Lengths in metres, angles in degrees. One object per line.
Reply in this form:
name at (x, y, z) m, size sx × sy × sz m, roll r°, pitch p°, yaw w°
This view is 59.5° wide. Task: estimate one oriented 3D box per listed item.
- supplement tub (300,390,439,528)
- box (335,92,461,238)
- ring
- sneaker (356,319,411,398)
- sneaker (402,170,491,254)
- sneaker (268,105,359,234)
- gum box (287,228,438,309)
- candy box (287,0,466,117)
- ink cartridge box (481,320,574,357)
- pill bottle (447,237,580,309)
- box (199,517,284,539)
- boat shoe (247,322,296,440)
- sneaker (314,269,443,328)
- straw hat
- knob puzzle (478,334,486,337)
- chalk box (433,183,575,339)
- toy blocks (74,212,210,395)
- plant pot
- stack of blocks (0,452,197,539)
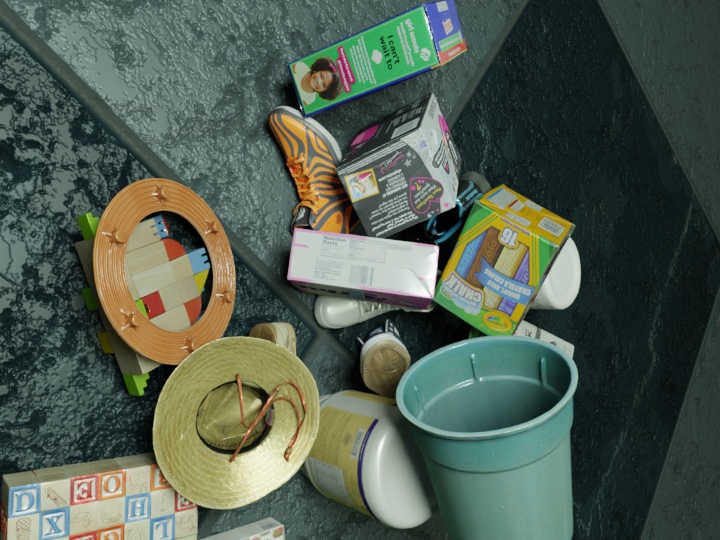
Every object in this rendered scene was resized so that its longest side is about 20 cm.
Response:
supplement tub at (0.011, 0.238, 0.829) m, size 0.142 × 0.198 × 0.151 m, roll 2°, pitch 87°, yaw -36°
box at (0.063, -0.147, 0.875) m, size 0.117 × 0.129 × 0.201 m, roll 61°, pitch 22°, yaw -20°
ring at (-0.202, -0.001, 0.692) m, size 0.199 × 0.019 × 0.207 m, roll 26°, pitch 60°, yaw -56°
sneaker at (0.027, 0.109, 0.878) m, size 0.069 × 0.110 × 0.201 m, roll -26°, pitch 147°, yaw 2°
sneaker at (0.107, -0.065, 0.926) m, size 0.073 × 0.201 × 0.082 m, roll 43°, pitch 47°, yaw 5°
sneaker at (-0.070, -0.117, 0.857) m, size 0.200 × 0.077 × 0.113 m, roll 47°, pitch 61°, yaw -26°
gum box at (0.000, 0.000, 0.827) m, size 0.193 × 0.114 × 0.068 m, roll 8°, pitch 80°, yaw 4°
candy box at (0.028, -0.281, 0.831) m, size 0.079 × 0.195 × 0.169 m, roll 67°, pitch 28°, yaw -15°
ink cartridge box at (0.279, 0.173, 1.114) m, size 0.197 × 0.083 × 0.149 m, roll 24°, pitch 75°, yaw -34°
pill bottle at (0.239, 0.002, 1.011) m, size 0.112 × 0.197 × 0.118 m, roll 2°, pitch 87°, yaw -42°
box at (-0.185, 0.354, 0.773) m, size 0.196 × 0.041 × 0.040 m, roll -3°, pitch 90°, yaw -39°
boat shoe at (-0.107, 0.171, 0.821) m, size 0.064 × 0.070 × 0.207 m, roll 1°, pitch 92°, yaw -59°
sneaker at (0.036, 0.034, 0.911) m, size 0.196 × 0.114 × 0.076 m, roll -20°, pitch 102°, yaw -35°
straw hat at (-0.152, 0.170, 0.745) m, size 0.196 × 0.084 × 0.208 m, roll -1°, pitch 92°, yaw -29°
knob puzzle at (0.156, 0.164, 0.978) m, size 0.030 × 0.220 × 0.221 m, roll 35°, pitch 63°, yaw 3°
chalk box at (0.187, 0.007, 0.873) m, size 0.124 × 0.122 × 0.204 m, roll -31°, pitch 148°, yaw -57°
toy blocks at (-0.232, 0.019, 0.728) m, size 0.136 × 0.098 × 0.206 m, roll -28°, pitch 106°, yaw -47°
plant pot at (0.154, 0.210, 0.707) m, size 0.197 × 0.198 × 0.202 m, roll -26°, pitch 111°, yaw -35°
stack of blocks at (-0.280, 0.273, 0.689) m, size 0.196 × 0.058 × 0.119 m, roll 3°, pitch 86°, yaw -38°
